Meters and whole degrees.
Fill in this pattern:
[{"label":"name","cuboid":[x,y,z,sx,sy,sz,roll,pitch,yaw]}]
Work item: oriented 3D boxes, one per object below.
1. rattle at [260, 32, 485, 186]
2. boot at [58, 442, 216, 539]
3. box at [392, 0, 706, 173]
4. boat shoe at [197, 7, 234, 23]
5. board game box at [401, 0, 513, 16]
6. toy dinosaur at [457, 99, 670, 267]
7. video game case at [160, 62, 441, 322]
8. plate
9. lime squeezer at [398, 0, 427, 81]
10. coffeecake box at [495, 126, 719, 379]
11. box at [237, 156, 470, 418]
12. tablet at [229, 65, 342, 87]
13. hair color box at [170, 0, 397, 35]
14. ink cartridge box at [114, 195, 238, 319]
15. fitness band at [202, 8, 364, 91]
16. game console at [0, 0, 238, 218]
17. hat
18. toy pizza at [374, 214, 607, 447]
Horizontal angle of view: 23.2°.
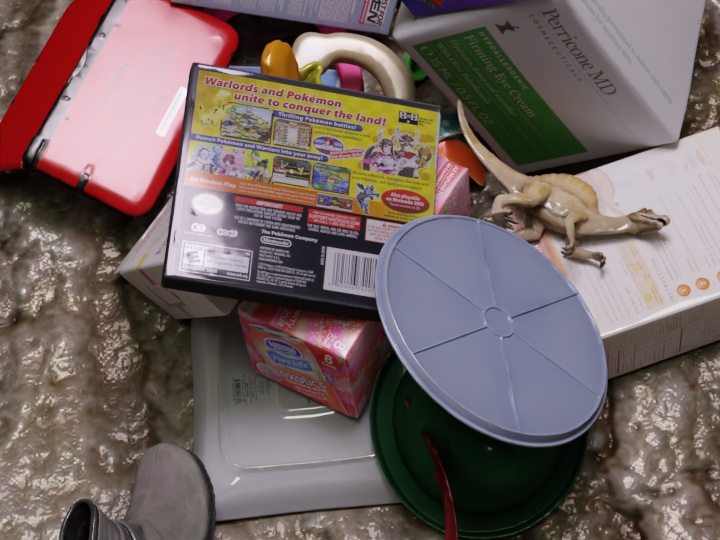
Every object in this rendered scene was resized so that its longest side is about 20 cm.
[{"label":"rattle","cuboid":[0.021,-0.137,1.458,0.199,0.143,0.131,27,65,5]},{"label":"boot","cuboid":[-0.168,0.196,1.289,0.067,0.131,0.201,-13,54,22]},{"label":"box","cuboid":[0.165,-0.223,1.461,0.170,0.199,0.201,-11,50,37]},{"label":"boat shoe","cuboid":[-0.103,-0.318,1.667,0.072,0.068,0.201,20,61,20]},{"label":"board game box","cuboid":[0.115,-0.298,1.374,0.134,0.045,0.201,-1,56,42]},{"label":"toy dinosaur","cuboid":[0.141,-0.052,1.391,0.199,0.058,0.101,28,49,16]},{"label":"video game case","cuboid":[-0.041,-0.058,1.324,0.198,0.026,0.182,9,65,-9]},{"label":"plate","cuboid":[-0.040,0.097,1.406,0.198,0.032,0.201,-6,57,3]},{"label":"lime squeezer","cuboid":[0.040,-0.204,1.592,0.070,0.038,0.201,1,58,8]},{"label":"coffeecake box","cuboid":[0.227,-0.010,1.416,0.199,0.073,0.154,-19,56,-5]},{"label":"box","cuboid":[0.000,0.000,1.389,0.102,0.095,0.201,24,62,20]},{"label":"tablet","cuboid":[-0.092,-0.101,1.555,0.129,0.014,0.201,3,56,10]},{"label":"hair color box","cuboid":[-0.068,-0.275,1.572,0.198,0.061,0.099,7,41,-12]},{"label":"ink cartridge box","cuboid":[-0.125,-0.025,1.429,0.067,0.200,0.117,41,75,-15]},{"label":"fitness band","cuboid":[-0.075,-0.182,1.578,0.143,0.038,0.201,-17,57,-4]},{"label":"game console","cuboid":[-0.226,-0.148,1.567,0.171,0.119,0.201,26,71,-1]},{"label":"hat","cuboid":[0.087,0.119,1.259,0.165,0.176,0.201,-25,82,2]},{"label":"toy pizza","cuboid":[0.093,0.046,1.280,0.199,0.032,0.201,20,45,-21]}]
